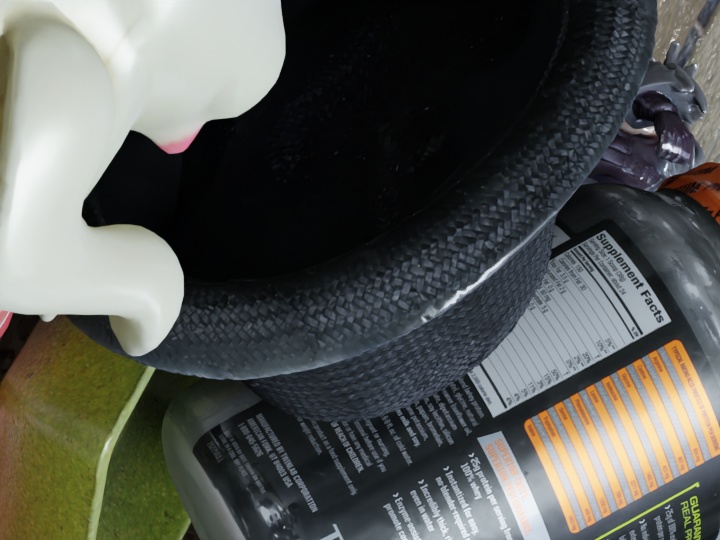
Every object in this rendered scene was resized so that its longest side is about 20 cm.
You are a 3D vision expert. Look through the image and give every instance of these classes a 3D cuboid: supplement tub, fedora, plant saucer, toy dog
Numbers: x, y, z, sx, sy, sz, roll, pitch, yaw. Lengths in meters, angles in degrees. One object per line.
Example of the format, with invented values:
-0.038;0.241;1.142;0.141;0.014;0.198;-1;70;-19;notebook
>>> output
0.047;0.052;0.813;0.199;0.123;0.123;-27;148;-11;supplement tub
0.002;-0.028;0.752;0.201;0.200;0.092;-47;139;-23;fedora
-0.081;0.047;0.879;0.200;0.048;0.200;104;8;-45;plant saucer
-0.108;-0.063;0.632;0.199;0.195;0.139;-24;-174;-18;toy dog

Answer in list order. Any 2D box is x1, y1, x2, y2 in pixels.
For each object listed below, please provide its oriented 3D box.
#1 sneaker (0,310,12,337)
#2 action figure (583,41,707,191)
-0.151;0.035;0.804;0.201;0.078;0.116;-59;174;-2;sneaker
0.088;-0.014;1.006;0.200;0.069;0.131;-36;139;-50;action figure
